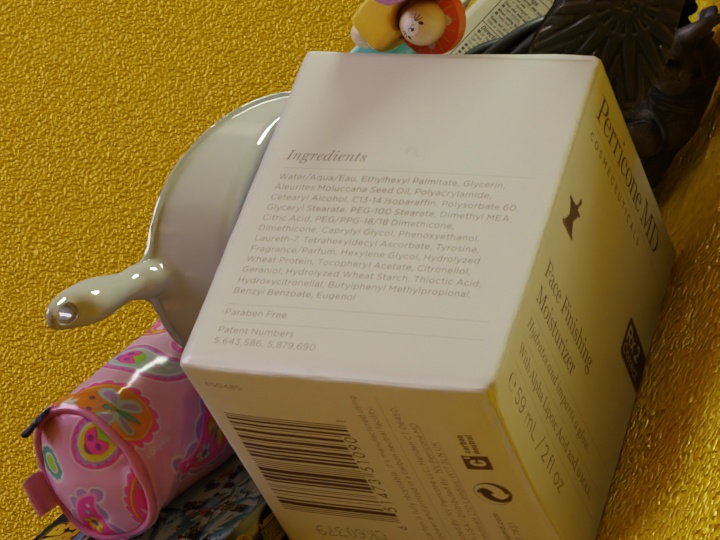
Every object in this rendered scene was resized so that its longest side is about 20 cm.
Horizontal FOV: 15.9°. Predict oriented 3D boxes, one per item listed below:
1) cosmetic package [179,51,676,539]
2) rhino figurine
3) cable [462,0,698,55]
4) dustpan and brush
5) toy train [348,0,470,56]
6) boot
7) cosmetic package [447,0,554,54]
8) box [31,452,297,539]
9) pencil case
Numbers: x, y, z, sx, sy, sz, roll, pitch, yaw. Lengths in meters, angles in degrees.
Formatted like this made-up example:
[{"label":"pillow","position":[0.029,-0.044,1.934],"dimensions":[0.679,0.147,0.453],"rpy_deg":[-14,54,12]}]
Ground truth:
[{"label":"cosmetic package","position":[0.040,0.018,1.274],"dimensions":[0.165,0.164,0.201],"rpy_deg":[61,-139,-48]},{"label":"rhino figurine","position":[0.149,-0.083,1.405],"dimensions":[0.060,0.087,0.200],"rpy_deg":[66,146,22]},{"label":"cable","position":[0.103,-0.102,1.451],"dimensions":[0.199,0.051,0.163],"rpy_deg":[-21,-11,-13]},{"label":"dustpan and brush","position":[-0.081,-0.003,1.284],"dimensions":[0.200,0.057,0.140],"rpy_deg":[-31,-60,-58]},{"label":"toy train","position":[0.058,-0.143,1.324],"dimensions":[0.150,0.056,0.200],"rpy_deg":[-36,-11,-29]},{"label":"boot","position":[0.140,-0.178,1.351],"dimensions":[0.165,0.065,0.200],"rpy_deg":[-60,10,29]},{"label":"cosmetic package","position":[0.092,-0.114,1.568],"dimensions":[0.200,0.105,0.071],"rpy_deg":[-45,2,-12]},{"label":"box","position":[-0.101,0.141,1.344],"dimensions":[0.136,0.040,0.200],"rpy_deg":[-5,24,37]},{"label":"pencil case","position":[-0.091,0.063,1.358],"dimensions":[0.200,0.087,0.088],"rpy_deg":[-41,-12,-45]}]
